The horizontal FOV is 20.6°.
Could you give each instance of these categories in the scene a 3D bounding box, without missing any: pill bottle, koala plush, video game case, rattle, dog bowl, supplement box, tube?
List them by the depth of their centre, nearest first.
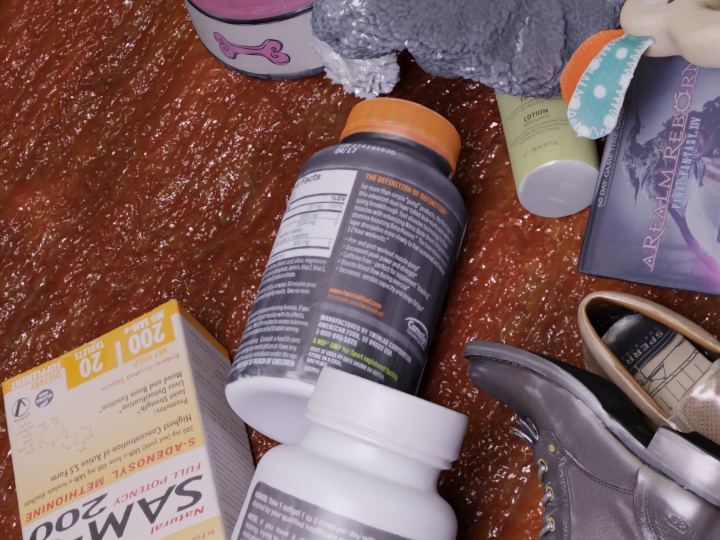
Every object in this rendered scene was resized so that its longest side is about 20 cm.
[{"bbox_3d":[-0.015,0.156,1.018,0.110,0.111,0.201,17,86,34],"label":"pill bottle"},{"bbox_3d":[0.166,-0.168,1.026,0.199,0.143,0.131,-15,49,27],"label":"rattle"},{"bbox_3d":[0.199,-0.057,1.058,0.200,0.019,0.144,10,86,55],"label":"video game case"},{"bbox_3d":[0.000,0.000,1.145,0.106,0.106,0.201,4,62,29],"label":"pill bottle"},{"bbox_3d":[-0.128,0.133,1.146,0.126,0.074,0.201,-26,52,11],"label":"supplement box"},{"bbox_3d":[0.044,-0.177,1.178,0.200,0.183,0.178,3,70,63],"label":"koala plush"},{"bbox_3d":[0.107,-0.123,1.208,0.058,0.052,0.201,7,49,-14],"label":"tube"},{"bbox_3d":[-0.042,-0.231,1.336,0.199,0.074,0.201,-13,55,20],"label":"dog bowl"}]

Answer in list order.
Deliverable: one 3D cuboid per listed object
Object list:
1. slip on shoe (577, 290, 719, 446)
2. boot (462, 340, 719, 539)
[{"bbox_3d":[0.188,0.074,1.029,0.076,0.061,0.200,-42,50,-3],"label":"slip on shoe"},{"bbox_3d":[0.098,0.143,1.008,0.200,0.069,0.175,31,97,37],"label":"boot"}]
